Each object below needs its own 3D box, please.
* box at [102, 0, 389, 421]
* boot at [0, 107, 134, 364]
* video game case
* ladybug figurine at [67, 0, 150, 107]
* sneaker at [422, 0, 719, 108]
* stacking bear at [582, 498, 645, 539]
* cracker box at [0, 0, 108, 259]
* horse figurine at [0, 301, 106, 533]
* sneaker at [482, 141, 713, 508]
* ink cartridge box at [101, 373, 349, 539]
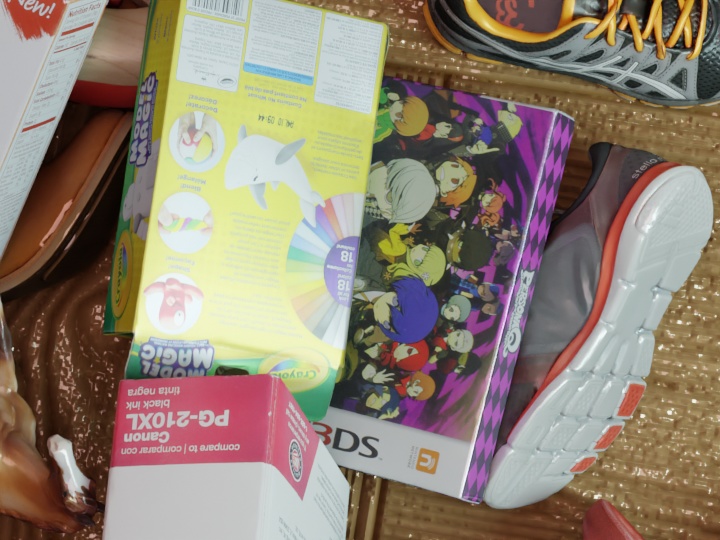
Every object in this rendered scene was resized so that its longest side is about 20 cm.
[{"bbox_3d":[-0.057,-0.032,1.280,0.117,0.048,0.201,11,82,-25],"label":"box"},{"bbox_3d":[-0.218,-0.034,1.367,0.155,0.077,0.200,36,97,10],"label":"boot"},{"bbox_3d":[0.000,0.000,1.332,0.180,0.036,0.201,14,87,24],"label":"video game case"},{"bbox_3d":[-0.151,-0.139,1.347,0.199,0.072,0.136,19,44,7],"label":"ladybug figurine"},{"bbox_3d":[0.129,-0.129,1.334,0.199,0.077,0.079,4,85,4],"label":"sneaker"},{"bbox_3d":[0.087,0.225,1.296,0.200,0.114,0.122,-43,82,3],"label":"stacking bear"},{"bbox_3d":[-0.222,-0.079,1.277,0.133,0.058,0.201,29,110,11],"label":"cracker box"},{"bbox_3d":[-0.216,0.081,1.265,0.199,0.050,0.133,-20,97,30],"label":"horse figurine"},{"bbox_3d":[0.105,0.026,1.340,0.082,0.077,0.201,34,97,38],"label":"sneaker"},{"bbox_3d":[-0.066,0.169,1.231,0.084,0.145,0.201,-2,64,14],"label":"ink cartridge box"}]
